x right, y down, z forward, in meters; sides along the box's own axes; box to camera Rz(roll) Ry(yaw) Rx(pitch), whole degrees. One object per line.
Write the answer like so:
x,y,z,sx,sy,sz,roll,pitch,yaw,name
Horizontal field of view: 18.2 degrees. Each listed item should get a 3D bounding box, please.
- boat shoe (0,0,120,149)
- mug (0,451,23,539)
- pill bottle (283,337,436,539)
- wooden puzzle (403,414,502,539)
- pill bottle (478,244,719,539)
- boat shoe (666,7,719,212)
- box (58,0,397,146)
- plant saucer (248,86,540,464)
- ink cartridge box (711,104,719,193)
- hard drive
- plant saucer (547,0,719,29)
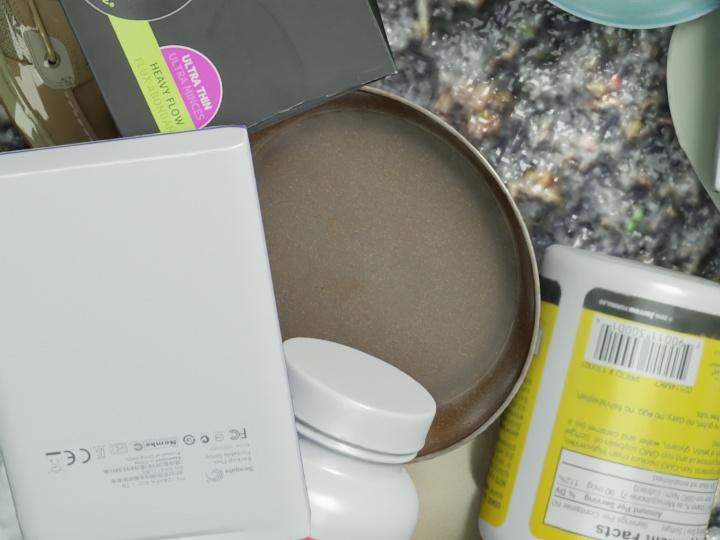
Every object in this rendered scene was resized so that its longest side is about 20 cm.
-0.153,-0.115,1.107,0.064,0.071,0.200,-30,101,7,boat shoe
-0.158,0.067,1.092,0.148,0.200,0.176,39,97,31,mug
-0.037,0.140,1.106,0.108,0.109,0.200,21,104,-5,pill bottle
0.015,0.165,1.198,0.199,0.037,0.186,-12,103,-2,wooden puzzle
0.123,0.096,1.124,0.114,0.114,0.201,14,94,-4,pill bottle
0.210,-0.040,1.128,0.070,0.072,0.201,-24,83,10,boat shoe
-0.072,-0.158,1.021,0.124,0.200,0.149,-23,113,4,box
0.000,0.000,1.126,0.200,0.032,0.201,8,111,21,plant saucer
0.274,-0.125,1.057,0.199,0.041,0.200,6,92,12,ink cartridge box
-0.100,0.038,0.989,0.131,0.025,0.201,-7,118,3,hard drive
0.128,-0.217,1.078,0.200,0.027,0.201,-2,96,-23,plant saucer
